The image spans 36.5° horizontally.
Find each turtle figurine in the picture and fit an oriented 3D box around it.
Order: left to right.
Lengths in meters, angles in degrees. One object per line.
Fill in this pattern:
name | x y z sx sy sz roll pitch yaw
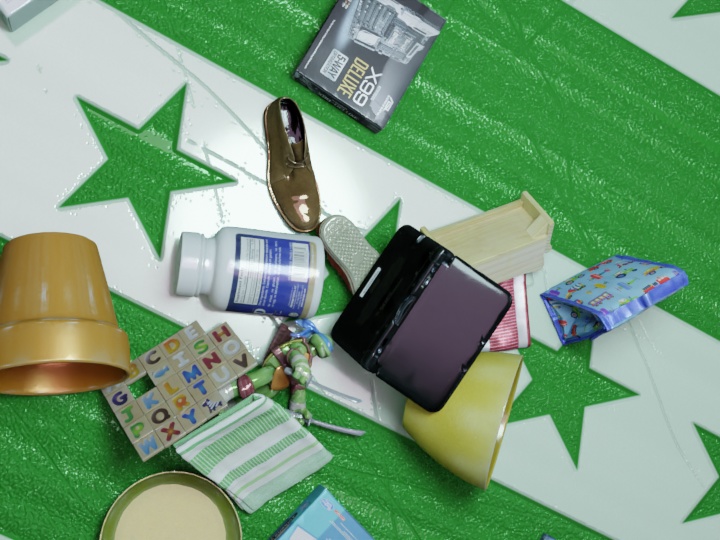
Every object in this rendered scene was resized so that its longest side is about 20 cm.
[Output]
turtle figurine | -0.104 0.181 1.534 0.193 0.144 0.201 -24 90 -10

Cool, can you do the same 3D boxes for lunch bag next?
lunch bag | 0.385 0.040 1.631 0.150 0.200 0.095 -26 93 -13

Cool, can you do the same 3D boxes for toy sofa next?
toy sofa | 0.186 -0.034 1.638 0.199 0.098 0.083 -20 50 -20

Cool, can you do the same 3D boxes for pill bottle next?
pill bottle | -0.158 0.000 1.540 0.198 0.120 0.121 7 86 -13

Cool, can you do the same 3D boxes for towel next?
towel | -0.145 0.253 1.504 0.152 0.023 0.200 -33 134 5
towel | 0.164 0.055 1.668 0.198 0.023 0.145 -4 89 -14

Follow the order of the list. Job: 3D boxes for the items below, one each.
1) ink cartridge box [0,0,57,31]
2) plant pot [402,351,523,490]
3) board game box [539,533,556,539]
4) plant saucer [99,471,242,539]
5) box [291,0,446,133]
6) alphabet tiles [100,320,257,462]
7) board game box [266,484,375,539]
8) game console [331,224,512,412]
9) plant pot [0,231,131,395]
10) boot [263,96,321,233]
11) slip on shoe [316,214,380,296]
ink cartridge box | -0.487 -0.458 1.498 0.145 0.083 0.200 -39 97 -12
plant pot | 0.142 0.201 1.586 0.141 0.200 0.201 15 83 12
board game box | 0.315 0.537 1.638 0.199 0.062 0.201 31 79 5
plant saucer | -0.268 0.383 1.540 0.198 0.031 0.202 1 88 -15
box | 0.013 -0.332 1.633 0.157 0.050 0.201 33 80 -11
alphabet tiles | -0.247 0.153 1.506 0.199 0.167 0.008 -33 137 -13
board game box | -0.074 0.437 1.577 0.200 0.047 0.151 -45 98 -12
game console | 0.082 0.065 1.539 0.116 0.176 0.201 33 92 -36
plant pot | -0.410 0.055 1.449 0.199 0.200 0.185 -2 73 -14
boot | -0.098 -0.154 1.586 0.073 0.075 0.202 -13 92 -16
slip on shoe | 0.000 0.000 1.611 0.074 0.061 0.201 -39 110 -10
